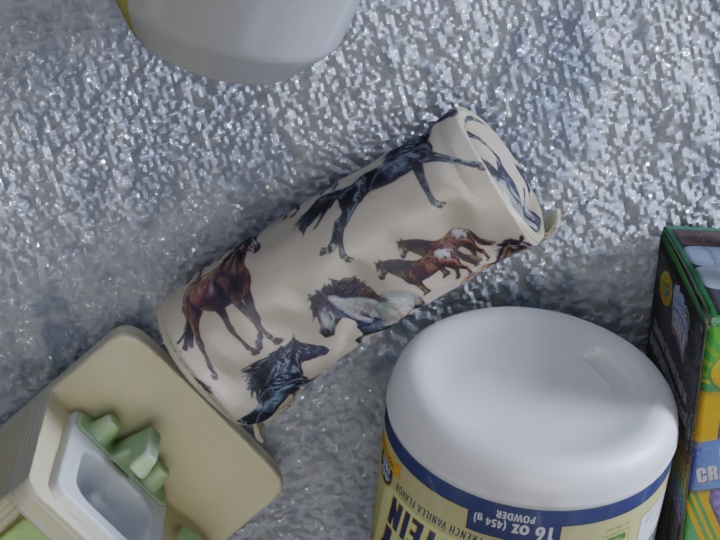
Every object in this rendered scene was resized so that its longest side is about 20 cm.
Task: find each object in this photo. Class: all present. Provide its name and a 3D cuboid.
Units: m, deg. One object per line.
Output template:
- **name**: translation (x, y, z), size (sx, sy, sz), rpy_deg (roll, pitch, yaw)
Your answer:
- **supplement tub**: translation (0.077, 0.136, 0.908), size (0.144, 0.145, 0.201), rpy_deg (3, 123, -3)
- **mug**: translation (-0.056, -0.180, 0.810), size (0.149, 0.187, 0.154), rpy_deg (-4, 127, -35)
- **chalk box**: translation (0.216, 0.050, 0.900), size (0.123, 0.125, 0.201), rpy_deg (3, 113, -3)
- **toy sink**: translation (-0.150, 0.150, 0.913), size (0.200, 0.112, 0.130), rpy_deg (-39, 109, 12)
- **pencil case**: translation (0.000, 0.000, 0.896), size (0.199, 0.078, 0.090), rpy_deg (-32, 122, 11)
